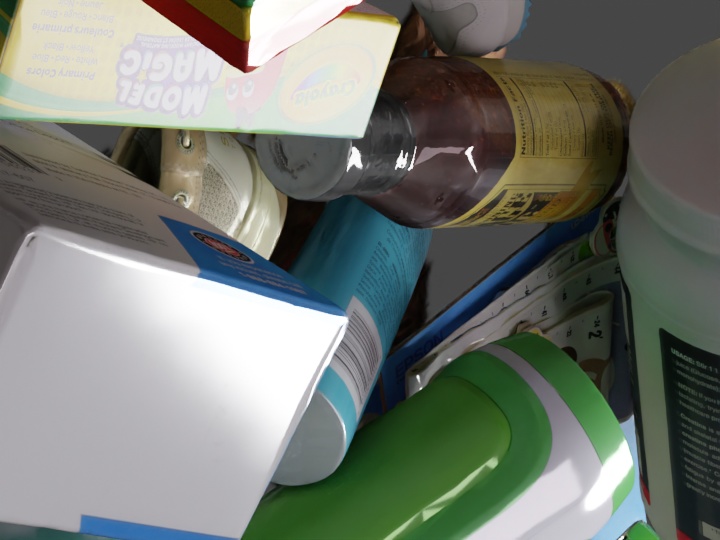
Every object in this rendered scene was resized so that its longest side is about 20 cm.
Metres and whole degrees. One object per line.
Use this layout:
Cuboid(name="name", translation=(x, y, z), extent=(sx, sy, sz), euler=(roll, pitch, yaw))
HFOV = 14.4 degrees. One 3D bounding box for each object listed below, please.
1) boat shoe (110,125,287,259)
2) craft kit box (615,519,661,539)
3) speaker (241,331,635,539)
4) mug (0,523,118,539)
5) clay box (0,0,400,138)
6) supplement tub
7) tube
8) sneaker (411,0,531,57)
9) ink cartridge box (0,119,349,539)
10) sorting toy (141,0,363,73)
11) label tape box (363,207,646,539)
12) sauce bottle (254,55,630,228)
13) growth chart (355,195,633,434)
Cuboid(name="boat shoe", translation=(-0.094, 0.039, 1.004), extent=(0.063, 0.073, 0.202), euler=(31, 85, -46))
Cuboid(name="craft kit box", translation=(0.046, 0.220, 1.245), extent=(0.197, 0.049, 0.200), euler=(-35, 163, -28))
Cuboid(name="speaker", translation=(0.001, 0.106, 1.030), extent=(0.199, 0.088, 0.089), euler=(-34, 137, -18))
Cuboid(name="mug", translation=(-0.131, 0.100, 0.891), extent=(0.184, 0.152, 0.115), euler=(4, 105, -32))
Cuboid(name="clay box", translation=(-0.094, -0.085, 0.884), extent=(0.199, 0.115, 0.048), euler=(-1, 115, -50))
Cuboid(name="supplement tub", translation=(0.173, 0.020, 1.122), extent=(0.140, 0.140, 0.201), euler=(-38, 138, -30))
Cuboid(name="tube", translation=(0.000, 0.000, 1.070), extent=(0.200, 0.050, 0.078), euler=(-62, 160, -51))
Cuboid(name="sneaker", translation=(0.007, -0.142, 1.020), extent=(0.080, 0.077, 0.200), euler=(-30, 143, -4))
Cuboid(name="ink cartridge box", translation=(-0.127, -0.006, 0.823), extent=(0.146, 0.199, 0.085), euler=(16, 102, -53))
Cuboid(name="sorting toy", translation=(-0.028, -0.159, 0.853), extent=(0.198, 0.200, 0.070), euler=(-35, 147, -32))
Cuboid(name="label tape box", translation=(0.046, 0.065, 1.198), extent=(0.144, 0.063, 0.201), euler=(-38, 135, -31))
Cuboid(name="sauce bottle", translation=(0.031, -0.047, 1.045), extent=(0.199, 0.066, 0.066), euler=(-4, 115, -56))
Cuboid(name="growth chart", translation=(0.066, 0.058, 1.151), extent=(0.200, 0.018, 0.145), euler=(-41, 138, -26))
